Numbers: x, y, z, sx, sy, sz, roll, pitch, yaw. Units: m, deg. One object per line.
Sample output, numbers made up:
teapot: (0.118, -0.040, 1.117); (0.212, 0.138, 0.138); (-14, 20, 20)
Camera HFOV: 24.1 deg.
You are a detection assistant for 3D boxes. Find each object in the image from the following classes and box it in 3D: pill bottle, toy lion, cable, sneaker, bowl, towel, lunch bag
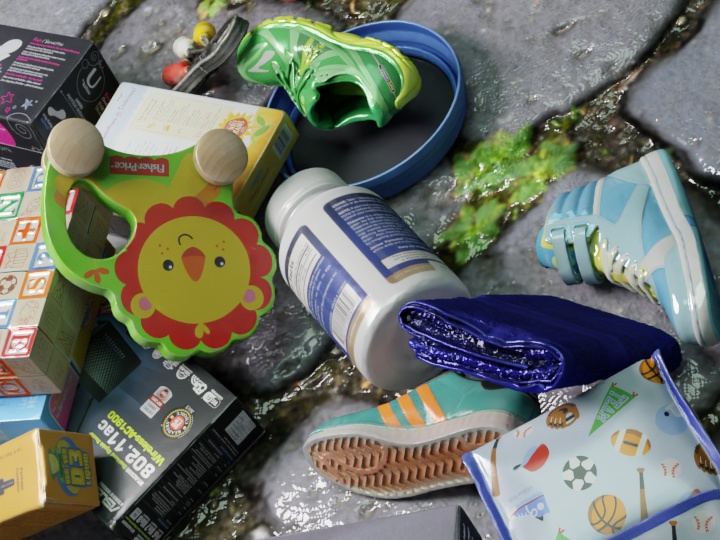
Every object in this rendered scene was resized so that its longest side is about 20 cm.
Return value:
pill bottle: (0.000, 0.000, 1.412); (0.111, 0.111, 0.200); (-38, 47, -4)
toy lion: (-0.169, -0.022, 1.416); (0.198, 0.069, 0.194); (3, 78, -17)
cable: (-0.161, -0.208, 1.641); (0.098, 0.050, 0.200); (-54, 9, -7)
sneaker: (0.209, -0.001, 1.330); (0.129, 0.080, 0.201); (-19, 39, 11)
bowl: (0.005, -0.145, 1.570); (0.198, 0.039, 0.202); (-14, 50, 17)
sneaker: (0.052, 0.125, 1.326); (0.198, 0.072, 0.080); (-8, 34, 28)
sneaker: (-0.042, -0.178, 1.542); (0.198, 0.074, 0.084); (14, 58, 34)
towel: (0.136, 0.058, 1.258); (0.147, 0.199, 0.050); (19, 102, 35)
lunch bag: (0.187, 0.185, 1.170); (0.169, 0.124, 0.201); (-28, 59, 6)

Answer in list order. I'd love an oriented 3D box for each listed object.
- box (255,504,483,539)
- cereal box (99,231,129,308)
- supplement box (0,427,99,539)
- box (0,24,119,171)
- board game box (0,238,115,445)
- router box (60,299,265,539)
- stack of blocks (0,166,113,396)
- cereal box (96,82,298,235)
box: (-0.004, 0.264, 1.207); (0.198, 0.115, 0.133); (-13, 50, 19)
cereal box: (-0.178, -0.047, 1.589); (0.142, 0.040, 0.202); (0, 55, 26)
supplement box: (-0.305, 0.192, 1.403); (0.199, 0.068, 0.067); (-25, 65, 36)
box: (-0.336, -0.159, 1.684); (0.198, 0.133, 0.115); (15, 59, 35)
board game box: (-0.311, 0.059, 1.486); (0.151, 0.040, 0.202); (-6, 53, 21)
router box: (-0.199, 0.130, 1.447); (0.150, 0.062, 0.199); (-47, 48, -10)
stack of blocks: (-0.293, 0.007, 1.449); (0.114, 0.059, 0.202); (-5, 54, 22)
cereal box: (-0.173, -0.095, 1.558); (0.198, 0.040, 0.145); (13, 64, 32)
